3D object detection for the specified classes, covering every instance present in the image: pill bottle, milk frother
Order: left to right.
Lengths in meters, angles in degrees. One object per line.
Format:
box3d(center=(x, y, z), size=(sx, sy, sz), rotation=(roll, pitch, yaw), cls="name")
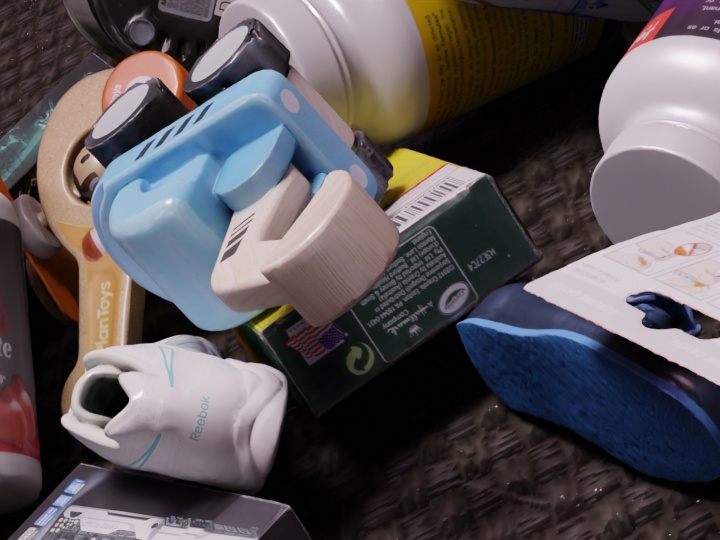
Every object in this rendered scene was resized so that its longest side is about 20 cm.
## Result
box3d(center=(-0.218, 0.019, 1.424), size=(0.110, 0.111, 0.201), rotation=(-16, 73, 29), cls="pill bottle")
box3d(center=(-0.059, -0.179, 1.707), size=(0.181, 0.200, 0.188), rotation=(-60, 13, 0), cls="milk frother")
box3d(center=(0.033, -0.132, 1.475), size=(0.200, 0.113, 0.112), rotation=(-26, 22, -26), cls="pill bottle")
box3d(center=(0.179, -0.086, 1.292), size=(0.112, 0.113, 0.200), rotation=(-5, 36, 42), cls="pill bottle")

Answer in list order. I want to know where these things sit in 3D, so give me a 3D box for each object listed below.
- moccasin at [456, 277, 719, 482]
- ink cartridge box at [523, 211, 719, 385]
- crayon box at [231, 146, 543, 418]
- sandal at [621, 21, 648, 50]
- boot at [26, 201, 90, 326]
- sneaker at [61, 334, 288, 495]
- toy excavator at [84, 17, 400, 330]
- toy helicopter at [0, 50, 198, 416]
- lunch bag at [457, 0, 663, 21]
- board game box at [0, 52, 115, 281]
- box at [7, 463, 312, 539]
box3d(center=(0.108, 0.028, 1.208), size=(0.068, 0.081, 0.200), rotation=(-35, 27, -16), cls="moccasin")
box3d(center=(0.187, 0.014, 1.112), size=(0.199, 0.047, 0.160), rotation=(-19, 22, -22), cls="ink cartridge box")
box3d(center=(0.000, 0.000, 1.370), size=(0.127, 0.051, 0.200), rotation=(-35, 12, -5), cls="crayon box")
box3d(center=(0.217, -0.164, 1.447), size=(0.201, 0.057, 0.080), rotation=(-28, 26, 7), cls="sandal")
box3d(center=(-0.085, -0.055, 1.555), size=(0.144, 0.071, 0.201), rotation=(-25, 18, 34), cls="boot")
box3d(center=(-0.098, 0.058, 1.320), size=(0.200, 0.080, 0.071), rotation=(175, 107, -70), cls="sneaker")
box3d(center=(-0.048, -0.020, 1.273), size=(0.194, 0.100, 0.200), rotation=(-29, 26, 33), cls="toy excavator")
box3d(center=(-0.133, -0.007, 1.467), size=(0.132, 0.079, 0.201), rotation=(-8, 67, 23), cls="toy helicopter")
box3d(center=(0.097, -0.219, 1.435), size=(0.160, 0.076, 0.201), rotation=(3, 57, -12), cls="lunch bag")
box3d(center=(-0.205, -0.014, 1.583), size=(0.200, 0.028, 0.135), rotation=(-48, -13, -29), cls="board game box")
box3d(center=(-0.129, 0.174, 1.242), size=(0.157, 0.050, 0.200), rotation=(6, 44, 51), cls="box")
